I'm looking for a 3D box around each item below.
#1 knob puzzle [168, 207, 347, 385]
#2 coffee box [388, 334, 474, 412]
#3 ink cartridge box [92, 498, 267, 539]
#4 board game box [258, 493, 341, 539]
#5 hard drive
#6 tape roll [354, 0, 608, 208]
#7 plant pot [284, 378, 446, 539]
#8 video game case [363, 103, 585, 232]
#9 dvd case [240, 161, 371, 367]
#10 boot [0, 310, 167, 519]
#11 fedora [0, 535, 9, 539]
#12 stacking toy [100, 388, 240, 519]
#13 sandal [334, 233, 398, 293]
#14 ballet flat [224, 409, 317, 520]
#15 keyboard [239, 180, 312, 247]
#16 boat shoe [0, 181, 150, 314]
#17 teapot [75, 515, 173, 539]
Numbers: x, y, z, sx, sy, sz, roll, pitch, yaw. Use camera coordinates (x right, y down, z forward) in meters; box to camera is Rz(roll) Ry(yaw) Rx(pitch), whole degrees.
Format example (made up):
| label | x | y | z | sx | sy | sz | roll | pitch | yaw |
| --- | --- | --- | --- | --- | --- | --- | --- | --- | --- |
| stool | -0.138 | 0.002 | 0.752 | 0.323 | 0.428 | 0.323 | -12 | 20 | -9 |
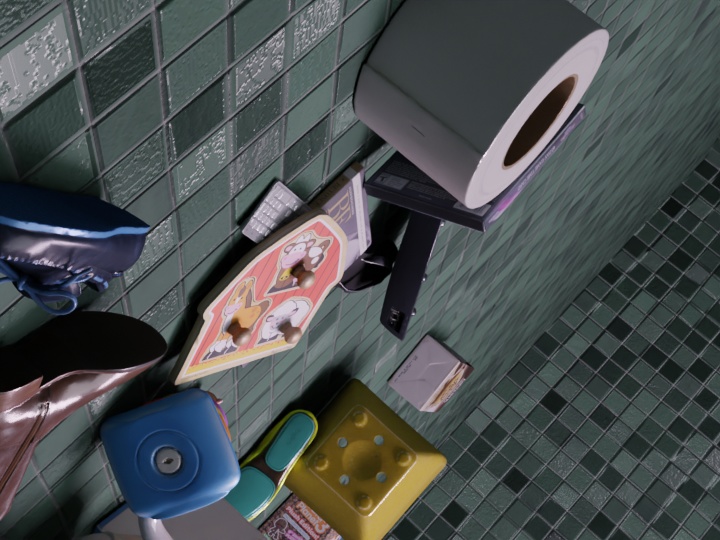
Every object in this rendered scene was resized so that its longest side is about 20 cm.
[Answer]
| label | x | y | z | sx | sy | sz | roll | pitch | yaw |
| --- | --- | --- | --- | --- | --- | --- | --- | --- | --- |
| knob puzzle | -0.077 | 0.025 | 1.223 | 0.220 | 0.030 | 0.220 | -36 | 155 | -19 |
| coffee box | 0.130 | 0.188 | 2.289 | 0.113 | 0.080 | 0.200 | -51 | 166 | 3 |
| ink cartridge box | -0.231 | 0.361 | 1.485 | 0.147 | 0.146 | 0.200 | -35 | 160 | -47 |
| board game box | -0.122 | 0.483 | 2.244 | 0.200 | 0.097 | 0.160 | -44 | 165 | -21 |
| hard drive | 0.069 | -0.028 | 1.503 | 0.135 | 0.042 | 0.200 | -69 | 176 | -47 |
| tape roll | 0.110 | -0.175 | 1.159 | 0.203 | 0.139 | 0.203 | -47 | 166 | -15 |
| plant pot | 0.001 | 0.278 | 1.829 | 0.194 | 0.195 | 0.200 | -48 | 174 | -9 |
| video game case | 0.118 | -0.123 | 1.292 | 0.200 | 0.143 | 0.019 | -46 | 141 | -32 |
| dvd case | -0.062 | -0.003 | 1.288 | 0.200 | 0.016 | 0.149 | -45 | 157 | -20 |
| boot | -0.254 | 0.131 | 0.984 | 0.186 | 0.064 | 0.200 | -12 | 139 | -47 |
| fedora | -0.331 | 0.292 | 1.114 | 0.177 | 0.090 | 0.200 | -52 | 159 | 2 |
| stacking toy | -0.173 | 0.160 | 1.272 | 0.116 | 0.110 | 0.200 | -20 | -172 | 6 |
| sandal | -0.001 | 0.001 | 1.472 | 0.076 | 0.043 | 0.200 | -53 | 166 | 15 |
| ballet flat | -0.132 | 0.274 | 1.752 | 0.200 | 0.067 | 0.067 | -49 | -176 | -9 |
| keyboard | -0.059 | -0.033 | 1.211 | 0.056 | 0.011 | 0.200 | -49 | 157 | 1 |
| boat shoe | -0.186 | -0.007 | 0.792 | 0.069 | 0.084 | 0.200 | -63 | 162 | 6 |
| teapot | -0.267 | 0.334 | 1.268 | 0.197 | 0.146 | 0.200 | -14 | -150 | 55 |
